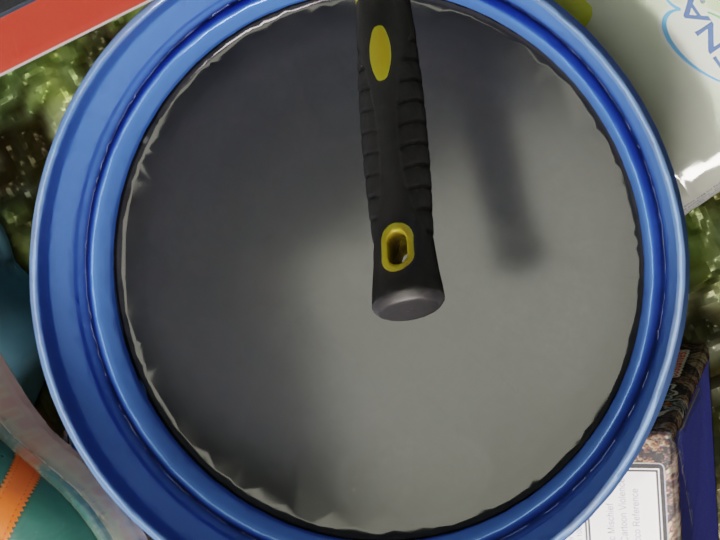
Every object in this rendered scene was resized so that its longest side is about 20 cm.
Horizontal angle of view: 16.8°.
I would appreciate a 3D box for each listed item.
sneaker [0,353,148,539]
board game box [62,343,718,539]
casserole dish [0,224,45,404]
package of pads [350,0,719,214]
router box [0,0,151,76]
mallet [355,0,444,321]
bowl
[{"bbox_3d":[-0.134,0.074,0.762,0.200,0.080,0.071,50,141,21],"label":"sneaker"},{"bbox_3d":[0.017,0.114,0.817,0.199,0.097,0.160,0,105,15],"label":"board game box"},{"bbox_3d":[-0.195,0.056,0.889,0.121,0.039,0.200,34,110,3],"label":"casserole dish"},{"bbox_3d":[0.066,-0.113,0.756,0.154,0.068,0.200,-35,94,20],"label":"package of pads"},{"bbox_3d":[-0.130,-0.077,0.714,0.179,0.200,0.049,-28,101,-12],"label":"router box"},{"bbox_3d":[0.015,-0.083,0.672,0.066,0.041,0.200,-18,62,12],"label":"mallet"},{"bbox_3d":[0.000,0.000,0.730,0.200,0.039,0.201,1,94,15],"label":"bowl"}]
